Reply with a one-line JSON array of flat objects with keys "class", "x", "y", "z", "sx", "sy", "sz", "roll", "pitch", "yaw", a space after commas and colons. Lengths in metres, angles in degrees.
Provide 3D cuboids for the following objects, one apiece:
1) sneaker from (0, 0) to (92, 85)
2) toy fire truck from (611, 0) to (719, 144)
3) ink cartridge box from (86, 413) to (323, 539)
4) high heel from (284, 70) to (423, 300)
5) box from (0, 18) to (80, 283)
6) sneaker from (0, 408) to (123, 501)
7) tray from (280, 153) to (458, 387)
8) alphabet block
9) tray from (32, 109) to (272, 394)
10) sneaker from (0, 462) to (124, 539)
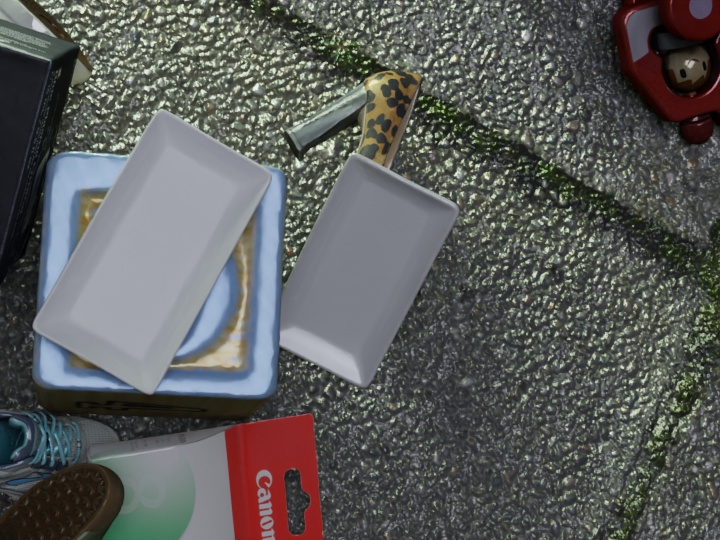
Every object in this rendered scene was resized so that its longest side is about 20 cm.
[{"class": "sneaker", "x": -0.333, "y": -0.218, "z": 1.446, "sx": 0.200, "sy": 0.073, "sz": 0.085, "roll": 39, "pitch": 97, "yaw": -1}, {"class": "toy fire truck", "x": 0.346, "y": -0.214, "z": 1.549, "sx": 0.198, "sy": 0.112, "sz": 0.169, "roll": -18, "pitch": 102, "yaw": -12}, {"class": "ink cartridge box", "x": -0.127, "y": 0.217, "z": 1.383, "sx": 0.198, "sy": 0.050, "sz": 0.163, "roll": -7, "pitch": 103, "yaw": -10}, {"class": "high heel", "x": 0.039, "y": -0.084, "z": 1.480, "sx": 0.142, "sy": 0.071, "sz": 0.201, "roll": -31, "pitch": 82, "yaw": -12}, {"class": "box", "x": -0.318, "y": -0.103, "z": 1.324, "sx": 0.116, "sy": 0.200, "sz": 0.198, "roll": 16, "pitch": 100, "yaw": -7}, {"class": "sneaker", "x": -0.279, "y": 0.153, "z": 1.346, "sx": 0.199, "sy": 0.086, "sz": 0.078, "roll": 1, "pitch": 69, "yaw": -38}, {"class": "tray", "x": 0.000, "y": 0.000, "z": 1.424, "sx": 0.107, "sy": 0.022, "sz": 0.201, "roll": 27, "pitch": 116, "yaw": -1}, {"class": "alphabet block", "x": -0.172, "y": 0.020, "z": 1.358, "sx": 0.194, "sy": 0.200, "sz": 0.197, "roll": 5, "pitch": 80, "yaw": -9}, {"class": "tray", "x": -0.159, "y": -0.015, "z": 1.252, "sx": 0.107, "sy": 0.022, "sz": 0.201, "roll": 29, "pitch": 77, "yaw": -4}, {"class": "sneaker", "x": -0.254, "y": 0.232, "z": 1.335, "sx": 0.200, "sy": 0.090, "sz": 0.067, "roll": -39, "pitch": 54, "yaw": 16}]
